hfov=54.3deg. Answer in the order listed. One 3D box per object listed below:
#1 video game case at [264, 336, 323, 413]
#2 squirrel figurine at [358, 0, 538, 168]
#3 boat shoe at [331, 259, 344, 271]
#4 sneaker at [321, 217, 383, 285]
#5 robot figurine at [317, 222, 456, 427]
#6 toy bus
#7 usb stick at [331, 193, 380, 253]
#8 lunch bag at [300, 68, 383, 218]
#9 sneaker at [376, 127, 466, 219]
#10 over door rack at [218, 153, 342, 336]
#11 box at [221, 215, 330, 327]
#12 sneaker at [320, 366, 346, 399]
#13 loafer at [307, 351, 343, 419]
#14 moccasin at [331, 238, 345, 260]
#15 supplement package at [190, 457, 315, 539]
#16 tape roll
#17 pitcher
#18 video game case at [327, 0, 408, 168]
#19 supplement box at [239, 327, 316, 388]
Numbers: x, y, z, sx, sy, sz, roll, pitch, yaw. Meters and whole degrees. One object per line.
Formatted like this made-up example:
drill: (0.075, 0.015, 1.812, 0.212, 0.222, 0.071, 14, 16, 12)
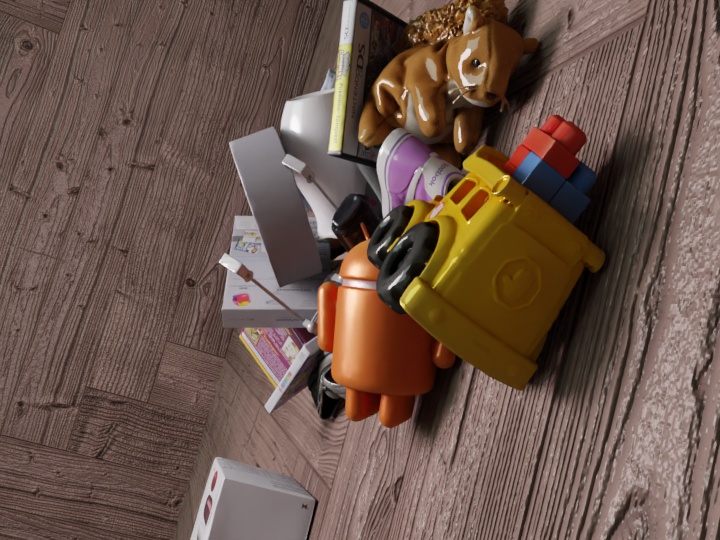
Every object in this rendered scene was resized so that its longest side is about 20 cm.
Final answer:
video game case: (-0.063, 0.132, 1.055, 0.142, 0.018, 0.201, -33, -16, -39)
squirrel figurine: (0.106, -0.236, 0.786, 0.186, 0.138, 0.205, -33, 44, 59)
boat shoe: (-0.034, 0.019, 1.132, 0.200, 0.072, 0.078, 156, 131, -72)
sneaker: (0.000, 0.000, 0.978, 0.075, 0.097, 0.204, 123, 161, -50)
robot figurine: (0.030, 0.055, 0.733, 0.143, 0.114, 0.206, 4, 89, 61)
toy bus: (0.108, -0.037, 0.574, 0.194, 0.134, 0.201, -56, 15, 12)
usb stick: (0.018, -0.019, 0.827, 0.056, 0.032, 0.201, -50, -33, -9)
lunch bag: (-0.008, -0.182, 1.080, 0.128, 0.165, 0.204, -96, 26, -67)
sneaker: (0.083, -0.067, 0.794, 0.073, 0.113, 0.201, -53, -21, -7)
over door rack: (-0.052, -0.012, 0.834, 0.066, 0.200, 0.150, 22, 75, 46)
box: (-0.119, -0.002, 1.041, 0.203, 0.151, 0.042, -95, 7, -48)
sneaker: (0.011, 0.098, 0.852, 0.076, 0.080, 0.202, -89, 22, -50)
loafer: (-0.031, 0.161, 1.006, 0.201, 0.070, 0.065, 119, 144, -62)
moccasin: (-0.093, -0.036, 1.207, 0.199, 0.078, 0.074, -35, -10, -17)
supplement package: (-0.178, 0.413, 1.081, 0.200, 0.144, 0.196, 157, 129, -73)
tape roll: (-0.113, -0.083, 0.941, 0.200, 0.065, 0.205, 159, 91, -84)
pitcher: (-0.023, -0.138, 0.948, 0.169, 0.120, 0.205, 5, 115, 45)
video game case: (0.037, -0.221, 0.888, 0.025, 0.198, 0.186, 7, 92, 37)
supplement box: (-0.109, 0.093, 1.143, 0.102, 0.132, 0.201, -32, -13, -31)
